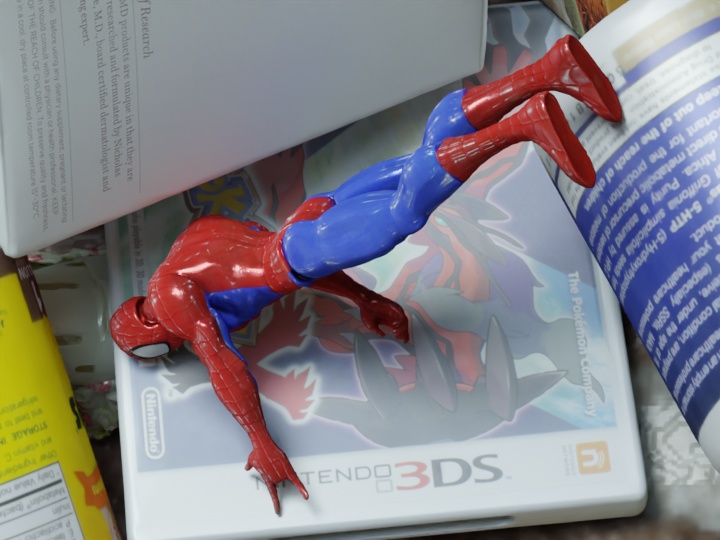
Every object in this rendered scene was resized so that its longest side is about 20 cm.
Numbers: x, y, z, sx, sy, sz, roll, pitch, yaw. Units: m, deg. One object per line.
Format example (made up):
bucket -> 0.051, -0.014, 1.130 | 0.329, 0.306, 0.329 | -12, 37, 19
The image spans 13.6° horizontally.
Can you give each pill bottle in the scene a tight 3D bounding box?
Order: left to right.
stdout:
pill bottle -> -0.140, 0.088, 1.035 | 0.109, 0.109, 0.201 | -17, 92, 10
pill bottle -> 0.150, 0.005, 0.997 | 0.119, 0.120, 0.201 | -29, 68, 4

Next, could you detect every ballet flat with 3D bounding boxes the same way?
ballet flat -> -0.131, 0.025, 1.114 | 0.199, 0.064, 0.076 | -8, 76, 15

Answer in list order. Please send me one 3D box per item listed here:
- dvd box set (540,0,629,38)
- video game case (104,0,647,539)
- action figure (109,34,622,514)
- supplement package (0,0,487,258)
dvd box set -> 0.047, -0.181, 1.055 | 0.029, 0.201, 0.146 | -32, 51, -13
video game case -> 0.000, 0.000, 1.078 | 0.181, 0.023, 0.201 | -5, 65, -3
action figure -> 0.006, 0.007, 1.007 | 0.199, 0.099, 0.065 | -22, 21, 30
supplement package -> -0.066, -0.110, 1.035 | 0.199, 0.118, 0.117 | -23, 43, -27
